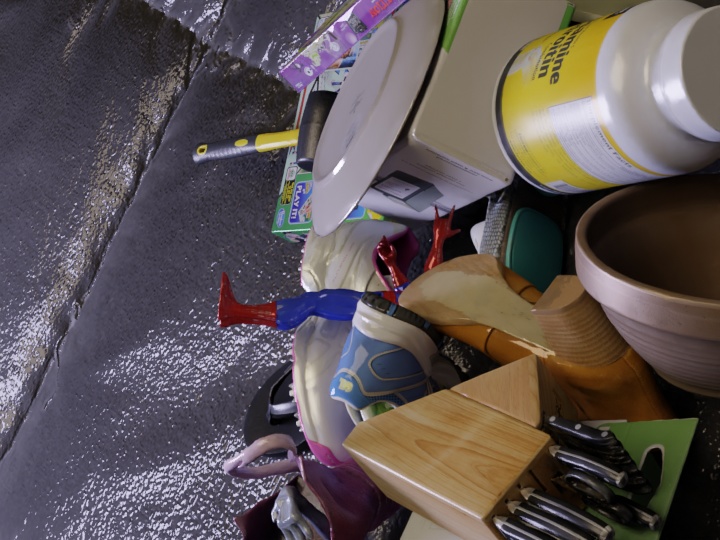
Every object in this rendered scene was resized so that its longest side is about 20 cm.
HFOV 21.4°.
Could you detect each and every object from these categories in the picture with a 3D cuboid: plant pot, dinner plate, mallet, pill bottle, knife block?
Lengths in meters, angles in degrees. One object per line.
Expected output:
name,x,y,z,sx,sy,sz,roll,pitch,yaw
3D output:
plant pot,0.235,0.018,1.199,0.201,0.200,0.093,29,129,48
dinner plate,0.004,-0.119,1.387,0.201,0.024,0.200,-59,15,27
mallet,-0.078,-0.118,1.624,0.200,0.041,0.066,6,78,52
pill bottle,0.179,-0.114,1.237,0.200,0.112,0.112,-9,65,62
knife block,0.085,0.147,1.193,0.199,0.064,0.176,-23,37,22

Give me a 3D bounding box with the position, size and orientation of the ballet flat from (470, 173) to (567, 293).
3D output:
ballet flat,0.117,-0.044,1.406,0.072,0.072,0.201,-8,62,44

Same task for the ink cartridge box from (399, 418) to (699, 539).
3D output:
ink cartridge box,0.133,0.156,1.250,0.199,0.059,0.104,-6,44,40

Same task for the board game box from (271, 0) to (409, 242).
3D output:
board game box,-0.001,-0.125,1.593,0.134,0.029,0.201,-4,70,46

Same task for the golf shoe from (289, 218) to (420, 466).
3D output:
golf shoe,-0.001,0.048,1.442,0.091,0.075,0.201,-8,65,25

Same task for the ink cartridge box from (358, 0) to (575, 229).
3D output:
ink cartridge box,0.062,-0.125,1.409,0.146,0.084,0.200,-69,14,-14

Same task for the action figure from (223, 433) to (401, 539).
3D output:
action figure,-0.010,0.161,1.365,0.134,0.200,0.149,-28,93,43

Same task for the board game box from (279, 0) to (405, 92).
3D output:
board game box,0.021,-0.221,1.488,0.120,0.032,0.200,-47,8,-36

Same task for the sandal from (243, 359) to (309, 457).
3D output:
sandal,-0.026,0.082,1.512,0.200,0.043,0.076,-35,50,31

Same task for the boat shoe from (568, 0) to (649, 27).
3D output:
boat shoe,0.219,-0.150,1.355,0.201,0.074,0.063,22,124,39

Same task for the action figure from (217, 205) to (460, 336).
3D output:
action figure,0.000,0.000,1.395,0.065,0.199,0.099,109,167,-82

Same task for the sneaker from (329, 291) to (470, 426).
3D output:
sneaker,0.027,0.085,1.342,0.076,0.200,0.077,23,76,30

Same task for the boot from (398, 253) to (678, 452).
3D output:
boot,0.120,0.065,1.303,0.071,0.144,0.201,-45,28,-24
